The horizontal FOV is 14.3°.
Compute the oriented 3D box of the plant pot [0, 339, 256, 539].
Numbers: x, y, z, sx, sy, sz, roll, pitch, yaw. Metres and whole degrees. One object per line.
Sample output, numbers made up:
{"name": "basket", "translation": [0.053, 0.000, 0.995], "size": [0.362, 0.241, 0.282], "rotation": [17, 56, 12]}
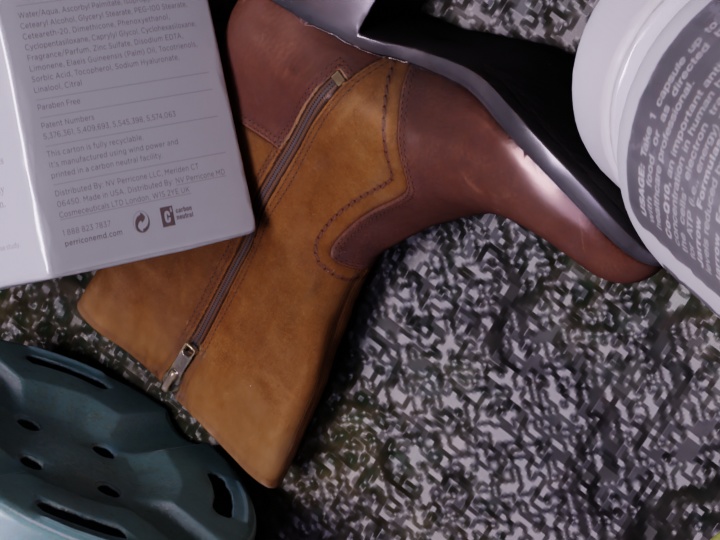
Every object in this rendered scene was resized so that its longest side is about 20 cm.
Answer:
{"name": "plant pot", "translation": [-0.143, 0.144, 1.057], "size": [0.200, 0.200, 0.196], "rotation": [34, 110, 17]}

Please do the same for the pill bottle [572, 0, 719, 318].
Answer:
{"name": "pill bottle", "translation": [0.144, -0.026, 0.835], "size": [0.200, 0.113, 0.113], "rotation": [-131, 48, -57]}

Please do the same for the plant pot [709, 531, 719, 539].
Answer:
{"name": "plant pot", "translation": [0.171, 0.159, 0.816], "size": [0.184, 0.200, 0.201], "rotation": [52, 130, 51]}

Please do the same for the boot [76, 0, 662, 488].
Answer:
{"name": "boot", "translation": [0.000, 0.000, 1.000], "size": [0.188, 0.068, 0.200], "rotation": [37, 119, 15]}

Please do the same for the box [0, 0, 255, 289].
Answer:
{"name": "box", "translation": [-0.130, -0.094, 1.002], "size": [0.124, 0.097, 0.200], "rotation": [-10, 93, 45]}
